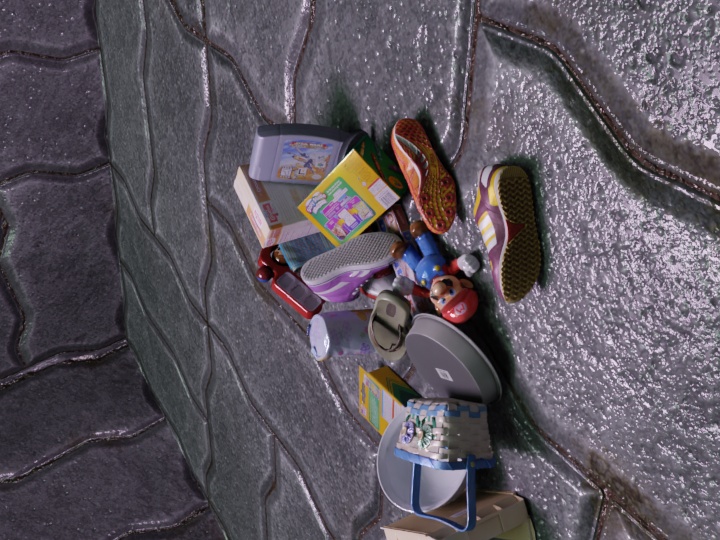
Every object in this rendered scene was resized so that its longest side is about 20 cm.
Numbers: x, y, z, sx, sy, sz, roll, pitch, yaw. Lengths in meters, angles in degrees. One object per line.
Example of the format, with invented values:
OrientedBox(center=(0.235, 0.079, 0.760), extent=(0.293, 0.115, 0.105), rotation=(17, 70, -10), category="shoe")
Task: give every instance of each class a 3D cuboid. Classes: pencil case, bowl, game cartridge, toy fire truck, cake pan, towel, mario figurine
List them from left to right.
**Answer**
OrientedBox(center=(-0.128, -0.009, 1.735), extent=(0.199, 0.168, 0.113), rotation=(39, 143, 11), category="toy fire truck")
OrientedBox(center=(-0.108, -0.221, 1.580), extent=(0.134, 0.196, 0.042), rotation=(115, 153, -54), category="game cartridge")
OrientedBox(center=(-0.115, -0.106, 1.714), extent=(0.022, 0.145, 0.202), rotation=(97, 149, -66), category="towel")
OrientedBox(center=(0.002, 0.120, 1.560), extent=(0.083, 0.197, 0.092), rotation=(31, 121, 59), category="pencil case")
OrientedBox(center=(0.134, 0.347, 1.512), extent=(0.199, 0.090, 0.204), rotation=(-18, 58, 30), category="bowl")
OrientedBox(center=(0.122, 0.005, 1.375), extent=(0.201, 0.105, 0.125), rotation=(55, 146, 35), category="mario figurine")
OrientedBox(center=(0.151, 0.161, 1.399), extent=(0.199, 0.037, 0.201), rotation=(39, 156, 21), category="cake pan")

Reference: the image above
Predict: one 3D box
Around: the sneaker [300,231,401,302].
OrientedBox(center=(0.000, -0.001, 1.532), extent=(0.115, 0.198, 0.074), rotation=(53, -154, -48), category="sneaker")

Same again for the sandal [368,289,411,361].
OrientedBox(center=(0.045, 0.106, 1.448), extent=(0.079, 0.058, 0.202), rotation=(15, 148, 11), category="sandal")

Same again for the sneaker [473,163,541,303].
OrientedBox(center=(0.211, -0.056, 1.219), extent=(0.090, 0.074, 0.204), rotation=(-158, 62, -66), category="sneaker")

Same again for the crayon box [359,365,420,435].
OrientedBox(center=(0.069, 0.285, 1.684), extent=(0.200, 0.051, 0.128), rotation=(38, 136, 48), category="crayon box")

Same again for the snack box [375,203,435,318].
OrientedBox(center=(0.085, -0.016, 1.516), extent=(0.072, 0.024, 0.203), rotation=(-35, 74, 62), category="snack box")

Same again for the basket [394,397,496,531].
OrientedBox(center=(0.135, 0.314, 1.366), extent=(0.176, 0.137, 0.204), rotation=(-10, 81, 60), category="basket")

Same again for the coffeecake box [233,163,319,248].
OrientedBox(center=(-0.132, -0.150, 1.657), extent=(0.155, 0.197, 0.073), rotation=(63, 151, 19), category="coffeecake box")

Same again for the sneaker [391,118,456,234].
OrientedBox(center=(0.108, -0.155, 1.371), extent=(0.077, 0.072, 0.203), rotation=(97, 155, -78), category="sneaker")

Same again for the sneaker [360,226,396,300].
OrientedBox(center=(0.017, -0.021, 1.595), extent=(0.201, 0.066, 0.110), rotation=(36, 138, 53), category="sneaker")

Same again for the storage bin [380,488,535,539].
OrientedBox(center=(0.169, 0.461, 1.436), extent=(0.198, 0.197, 0.095), rotation=(-24, 82, 62), category="storage bin")

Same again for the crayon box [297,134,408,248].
OrientedBox(center=(-0.014, -0.136, 1.495), extent=(0.119, 0.058, 0.200), rotation=(45, 134, -6), category="crayon box")

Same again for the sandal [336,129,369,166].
OrientedBox(center=(-0.023, -0.177, 1.569), extent=(0.043, 0.075, 0.202), rotation=(42, 140, 34), category="sandal")
